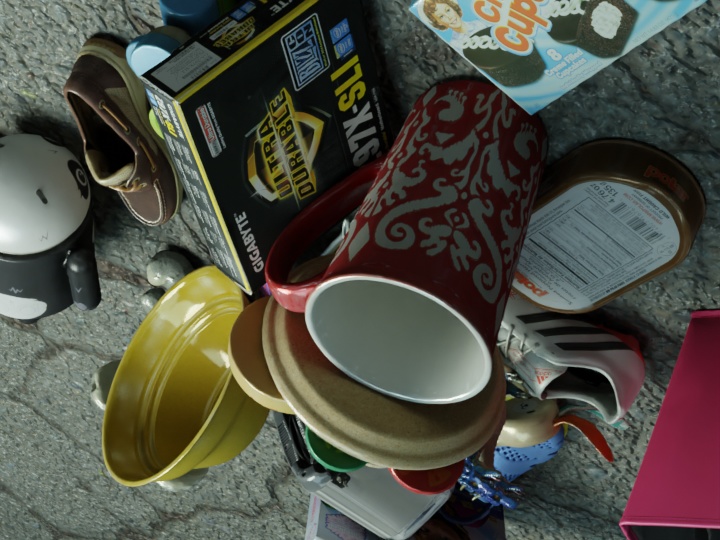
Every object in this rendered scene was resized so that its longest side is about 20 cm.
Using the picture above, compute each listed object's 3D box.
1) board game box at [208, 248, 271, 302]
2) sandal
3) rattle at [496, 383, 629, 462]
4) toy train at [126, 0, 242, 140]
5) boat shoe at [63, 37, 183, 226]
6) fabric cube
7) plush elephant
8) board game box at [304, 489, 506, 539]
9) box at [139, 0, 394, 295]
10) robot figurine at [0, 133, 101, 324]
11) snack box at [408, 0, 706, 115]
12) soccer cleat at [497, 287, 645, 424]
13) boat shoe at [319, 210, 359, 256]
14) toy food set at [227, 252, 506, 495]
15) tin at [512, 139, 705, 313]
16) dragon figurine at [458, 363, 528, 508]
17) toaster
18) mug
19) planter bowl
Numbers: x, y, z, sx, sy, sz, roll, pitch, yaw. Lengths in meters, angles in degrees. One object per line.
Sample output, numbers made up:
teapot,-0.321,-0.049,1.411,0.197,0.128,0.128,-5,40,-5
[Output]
board game box,-0.097,-0.021,1.267,0.120,0.032,0.201,40,151,39
sandal,0.126,0.179,1.398,0.079,0.088,0.200,31,145,-3
rattle,0.123,0.080,1.262,0.199,0.129,0.145,3,99,53
toy train,-0.116,-0.136,1.114,0.084,0.116,0.201,18,145,15
boat shoe,-0.205,-0.099,1.267,0.071,0.072,0.201,15,145,19
fabric cube,0.341,0.165,1.122,0.195,0.201,0.201,-6,134,39
plush elephant,-0.174,0.109,1.434,0.164,0.155,0.201,38,157,16
board game box,0.046,0.253,1.445,0.198,0.200,0.041,22,111,-7
box,-0.057,-0.102,1.076,0.049,0.159,0.201,34,154,35
robot figurine,-0.303,-0.037,1.379,0.148,0.126,0.201,8,146,-2
snack box,0.131,-0.183,0.947,0.116,0.037,0.200,38,146,-15
soccer cleat,0.136,0.059,1.219,0.198,0.086,0.069,24,134,2
boat shoe,-0.001,-0.001,1.240,0.202,0.064,0.075,-37,70,60
toy food set,0.016,0.070,1.106,0.198,0.199,0.049,43,136,14
tin,0.170,-0.029,1.130,0.112,0.042,0.200,40,145,-10
dragon figurine,0.065,0.103,1.203,0.200,0.099,0.059,39,167,27
toaster,0.006,0.158,1.376,0.129,0.114,0.200,39,-170,-28
mug,0.037,-0.035,1.058,0.176,0.201,0.134,22,146,3
planter bowl,-0.132,0.104,1.289,0.083,0.202,0.199,31,150,-32
